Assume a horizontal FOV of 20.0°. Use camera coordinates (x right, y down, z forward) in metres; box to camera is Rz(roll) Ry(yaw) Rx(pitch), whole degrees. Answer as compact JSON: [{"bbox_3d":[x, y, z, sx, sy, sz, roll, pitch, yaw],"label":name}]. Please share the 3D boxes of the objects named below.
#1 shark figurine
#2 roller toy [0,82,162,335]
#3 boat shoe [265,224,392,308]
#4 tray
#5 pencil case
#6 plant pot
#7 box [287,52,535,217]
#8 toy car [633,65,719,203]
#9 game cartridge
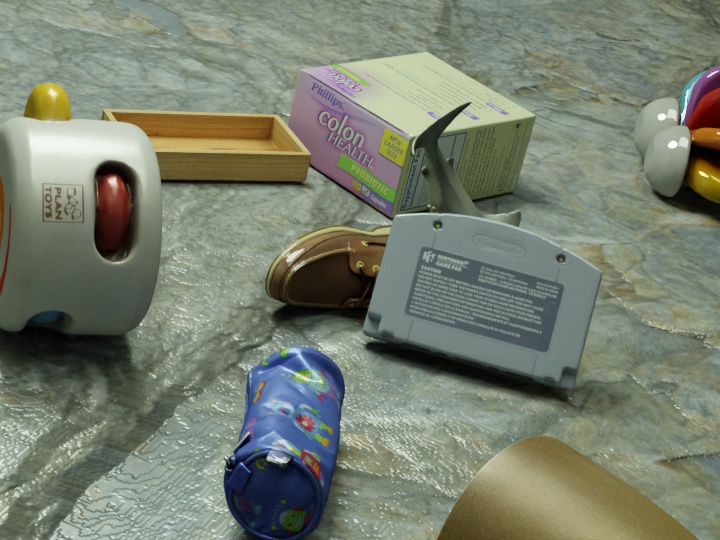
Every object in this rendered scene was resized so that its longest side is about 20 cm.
[{"bbox_3d":[0.108,-0.059,1.962,0.089,0.215,0.128,-17,11,1],"label":"shark figurine"},{"bbox_3d":[-0.253,-0.039,1.733,0.139,0.200,0.183,2,34,-21],"label":"roller toy"},{"bbox_3d":[0.000,0.000,1.912,0.200,0.072,0.068,-9,32,-43],"label":"boat shoe"},{"bbox_3d":[-0.162,-0.129,2.131,0.200,0.037,0.099,1,29,-27],"label":"tray"},{"bbox_3d":[-0.061,0.132,1.611,0.087,0.078,0.200,34,23,-11],"label":"pencil case"},{"bbox_3d":[0.173,0.230,1.371,0.200,0.187,0.186,20,25,37],"label":"plant pot"},{"bbox_3d":[0.054,-0.150,2.210,0.200,0.097,0.176,-13,37,-44],"label":"box"},{"bbox_3d":[0.418,-0.162,2.351,0.175,0.150,0.200,10,26,-6],"label":"toy car"},{"bbox_3d":[0.114,0.022,1.868,0.200,0.133,0.041,16,-7,2],"label":"game cartridge"}]
